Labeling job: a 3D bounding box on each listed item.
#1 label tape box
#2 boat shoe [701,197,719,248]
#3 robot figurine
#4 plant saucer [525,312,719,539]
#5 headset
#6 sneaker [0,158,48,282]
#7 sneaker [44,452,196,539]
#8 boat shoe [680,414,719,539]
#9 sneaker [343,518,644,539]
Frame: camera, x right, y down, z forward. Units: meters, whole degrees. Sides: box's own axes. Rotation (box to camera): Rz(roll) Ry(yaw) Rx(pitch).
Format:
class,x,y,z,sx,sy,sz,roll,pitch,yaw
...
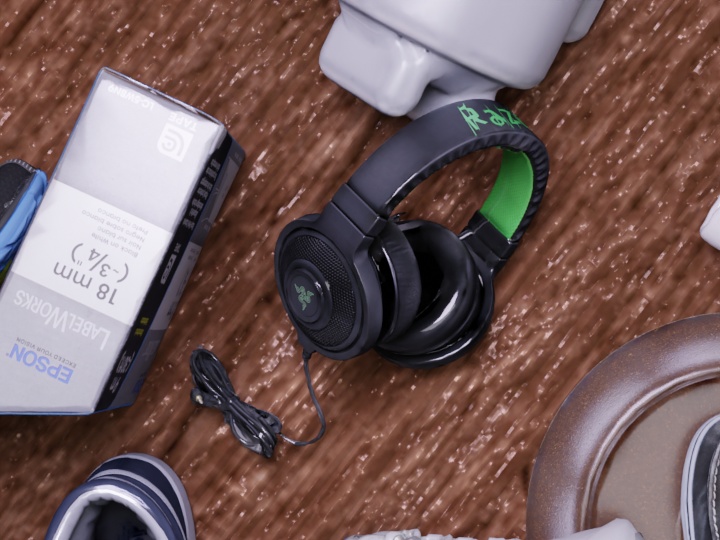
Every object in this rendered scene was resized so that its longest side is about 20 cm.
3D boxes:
class,x,y,z,sx,sy,sz,roll,pitch,yaw
label tape box,-0.122,0.019,1.020,0.063,0.144,0.201,24,89,2
boat shoe,0.207,-0.098,1.036,0.069,0.071,0.201,18,89,0
robot figurine,0.057,-0.161,1.026,0.113,0.169,0.200,36,101,45
plant saucer,0.176,0.119,1.057,0.199,0.032,0.201,0,88,4
headset,0.000,0.000,1.036,0.094,0.123,0.200,45,109,28
sneaker,-0.234,0.005,1.061,0.199,0.071,0.083,-31,92,4
sneaker,-0.093,0.182,1.027,0.070,0.109,0.201,-15,87,2
boat shoe,0.182,0.141,0.971,0.072,0.071,0.201,-13,59,4
sneaker,0.033,0.150,1.031,0.199,0.074,0.087,-24,78,13
